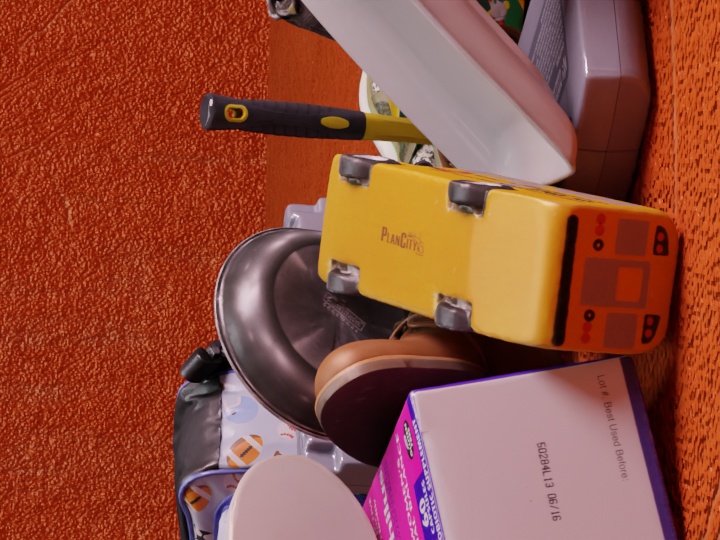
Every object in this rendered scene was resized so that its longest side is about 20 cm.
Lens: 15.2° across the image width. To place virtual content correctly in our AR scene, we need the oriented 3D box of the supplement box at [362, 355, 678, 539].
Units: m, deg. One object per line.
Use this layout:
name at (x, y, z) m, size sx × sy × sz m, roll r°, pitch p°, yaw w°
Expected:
supplement box at (0.066, 0.122, 1.209) m, size 0.200 × 0.103 × 0.101 m, roll 104°, pitch 155°, yaw -68°

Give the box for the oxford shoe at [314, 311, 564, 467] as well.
oxford shoe at (0.031, 0.046, 1.255) m, size 0.200 × 0.071 × 0.071 m, roll 8°, pitch -132°, yaw -60°

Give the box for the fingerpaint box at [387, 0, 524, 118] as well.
fingerpaint box at (0.050, -0.196, 1.578) m, size 0.200 × 0.073 × 0.167 m, roll -102°, pitch 14°, yaw -61°

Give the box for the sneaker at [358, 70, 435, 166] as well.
sneaker at (0.052, -0.086, 1.625) m, size 0.089 × 0.077 × 0.200 m, roll 118°, pitch 149°, yaw -49°

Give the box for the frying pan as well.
frying pan at (0.009, 0.015, 1.318) m, size 0.115 × 0.190 × 0.031 m, roll 57°, pitch 138°, yaw 8°

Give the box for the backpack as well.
backpack at (-0.005, 0.139, 1.503) m, size 0.200 × 0.190 × 0.154 m, roll 91°, pitch 170°, yaw -53°

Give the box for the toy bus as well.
toy bus at (0.054, -0.010, 1.207) m, size 0.200 × 0.078 × 0.065 m, roll 17°, pitch 102°, yaw 62°

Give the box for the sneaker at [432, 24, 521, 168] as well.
sneaker at (0.066, -0.024, 1.426) m, size 0.090 × 0.067 × 0.200 m, roll 107°, pitch 162°, yaw -59°

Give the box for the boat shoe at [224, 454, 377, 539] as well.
boat shoe at (-0.020, 0.190, 1.237) m, size 0.093 × 0.075 × 0.200 m, roll 108°, pitch 150°, yaw -54°

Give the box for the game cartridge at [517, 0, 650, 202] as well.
game cartridge at (0.101, -0.076, 1.288) m, size 0.200 × 0.040 × 0.133 m, roll 103°, pitch 170°, yaw -60°

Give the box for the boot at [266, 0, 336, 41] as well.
boot at (0.000, -0.179, 1.375) m, size 0.174 × 0.200 × 0.069 m, roll -45°, pitch 35°, yaw 45°

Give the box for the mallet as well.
mallet at (0.008, -0.087, 1.450) m, size 0.041 × 0.200 × 0.066 m, roll 3°, pitch 83°, yaw 60°

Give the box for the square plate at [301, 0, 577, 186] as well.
square plate at (0.023, -0.115, 1.266) m, size 0.198 × 0.028 × 0.200 m, roll 47°, pitch 172°, yaw -1°

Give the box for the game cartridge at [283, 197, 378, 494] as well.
game cartridge at (0.028, 0.042, 1.458) m, size 0.200 × 0.133 × 0.041 m, roll -95°, pitch 9°, yaw -45°
